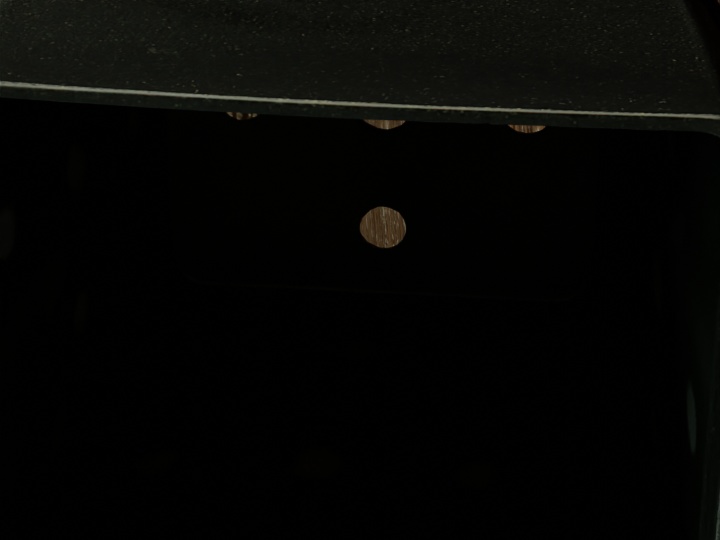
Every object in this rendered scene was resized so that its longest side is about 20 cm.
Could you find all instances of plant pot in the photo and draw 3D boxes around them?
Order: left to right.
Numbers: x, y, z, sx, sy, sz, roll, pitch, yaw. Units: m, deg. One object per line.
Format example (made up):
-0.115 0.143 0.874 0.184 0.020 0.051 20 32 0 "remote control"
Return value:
0.000 0.000 0.748 0.178 0.198 0.201 -80 -9 -57 "plant pot"
